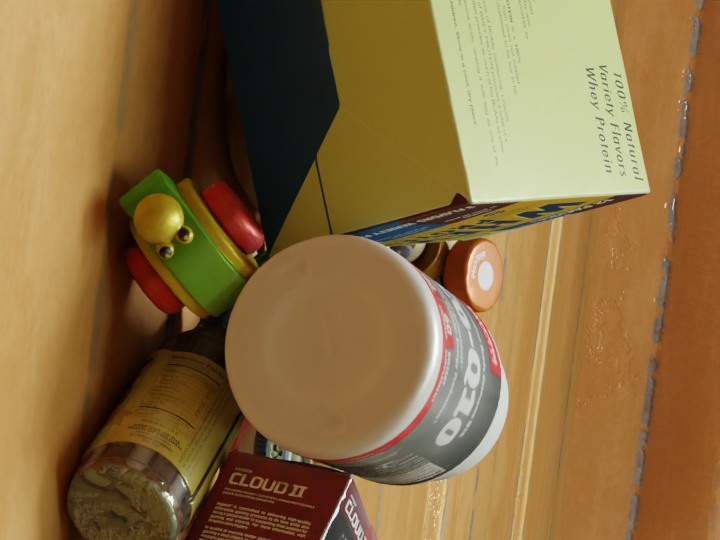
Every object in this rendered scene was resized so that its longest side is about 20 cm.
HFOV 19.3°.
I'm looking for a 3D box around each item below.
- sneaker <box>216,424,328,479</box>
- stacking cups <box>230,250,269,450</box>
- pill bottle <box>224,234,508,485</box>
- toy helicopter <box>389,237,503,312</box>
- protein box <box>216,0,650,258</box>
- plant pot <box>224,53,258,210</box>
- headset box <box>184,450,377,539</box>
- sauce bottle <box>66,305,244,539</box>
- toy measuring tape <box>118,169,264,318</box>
[{"bbox_3d":[-0.056,0.170,1.294,0.088,0.075,0.201,4,-95,63],"label":"sneaker"},{"bbox_3d":[-0.064,0.038,1.277,0.200,0.060,0.061,-56,152,-53],"label":"stacking cups"},{"bbox_3d":[0.012,0.055,1.136,0.200,0.113,0.114,33,66,-70],"label":"pill bottle"},{"bbox_3d":[0.000,0.000,1.271,0.200,0.079,0.133,-45,127,-43],"label":"toy helicopter"},{"bbox_3d":[0.039,-0.120,1.170,0.200,0.135,0.199,-6,83,-55],"label":"protein box"},{"bbox_3d":[-0.047,-0.129,1.292,0.200,0.027,0.201,8,90,-77],"label":"plant pot"},{"bbox_3d":[-0.049,0.203,1.087,0.149,0.077,0.200,71,35,-47],"label":"headset box"},{"bbox_3d":[-0.093,0.075,1.124,0.200,0.064,0.065,-60,155,-59],"label":"sauce bottle"},{"bbox_3d":[-0.077,-0.004,1.125,0.200,0.073,0.074,40,59,-75],"label":"toy measuring tape"}]
